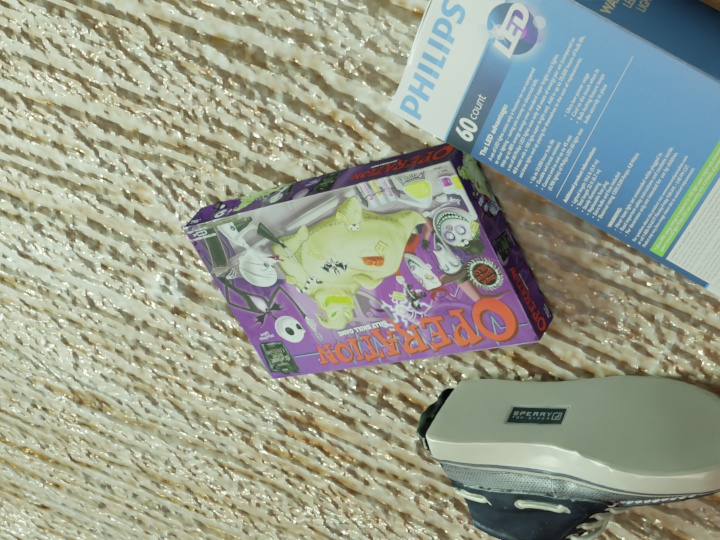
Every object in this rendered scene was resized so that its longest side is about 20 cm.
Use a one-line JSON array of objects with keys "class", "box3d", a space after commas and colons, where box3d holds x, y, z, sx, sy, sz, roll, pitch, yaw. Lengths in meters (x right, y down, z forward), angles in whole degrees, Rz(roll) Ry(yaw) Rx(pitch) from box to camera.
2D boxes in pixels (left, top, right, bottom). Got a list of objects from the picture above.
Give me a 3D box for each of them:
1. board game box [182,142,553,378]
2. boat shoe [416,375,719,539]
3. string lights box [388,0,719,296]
[{"class": "board game box", "box3d": [0.000, 0.000, 0.780, 0.200, 0.032, 0.120, -12, 121, 38]}, {"class": "boat shoe", "box3d": [0.134, 0.115, 0.763, 0.200, 0.075, 0.093, 3, 133, 40]}, {"class": "string lights box", "box3d": [0.122, -0.076, 0.619, 0.200, 0.059, 0.103, 31, 134, 7]}]
